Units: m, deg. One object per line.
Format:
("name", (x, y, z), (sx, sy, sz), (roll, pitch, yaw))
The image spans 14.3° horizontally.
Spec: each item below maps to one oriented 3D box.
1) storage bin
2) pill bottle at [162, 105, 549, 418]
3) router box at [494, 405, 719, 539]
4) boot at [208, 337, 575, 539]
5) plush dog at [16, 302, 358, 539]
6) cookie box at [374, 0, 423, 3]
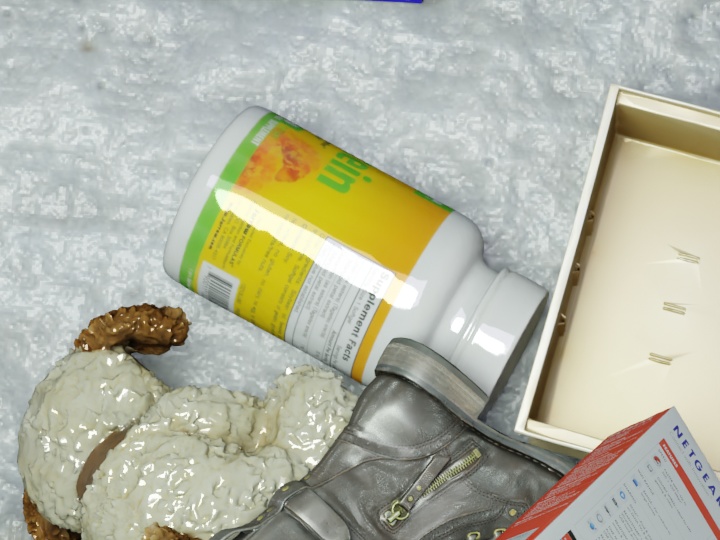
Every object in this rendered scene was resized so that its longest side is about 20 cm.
("storage bin", (0.208, 0.025, 1.600), (0.198, 0.094, 0.200), (15, 82, 6))
("pill bottle", (0.000, 0.000, 1.608), (0.200, 0.111, 0.111), (28, 84, 7))
("router box", (0.157, 0.194, 1.457), (0.049, 0.179, 0.200), (-29, 93, 36))
("boot", (0.030, 0.153, 1.530), (0.200, 0.069, 0.174), (41, 71, -14))
("plush dog", (-0.120, 0.116, 1.574), (0.172, 0.160, 0.200), (35, 106, 30))
("cookie box", (-0.041, -0.264, 1.668), (0.171, 0.075, 0.200), (4, 82, 5))
